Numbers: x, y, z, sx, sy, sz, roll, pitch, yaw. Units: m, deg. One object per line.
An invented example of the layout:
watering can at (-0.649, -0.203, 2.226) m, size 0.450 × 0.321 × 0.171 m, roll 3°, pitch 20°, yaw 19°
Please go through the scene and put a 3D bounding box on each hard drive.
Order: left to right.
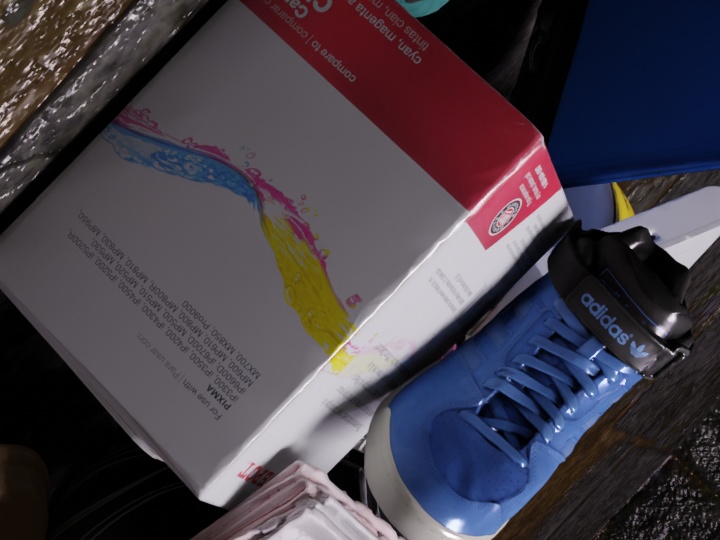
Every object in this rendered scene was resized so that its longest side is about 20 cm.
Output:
hard drive at (0.115, 0.028, 1.221) m, size 0.132 × 0.026 × 0.200 m, roll -21°, pitch 161°, yaw -29°

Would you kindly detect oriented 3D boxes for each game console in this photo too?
game console at (0.133, -0.077, 1.091) m, size 0.171 × 0.118 × 0.200 m, roll 103°, pitch 5°, yaw -47°

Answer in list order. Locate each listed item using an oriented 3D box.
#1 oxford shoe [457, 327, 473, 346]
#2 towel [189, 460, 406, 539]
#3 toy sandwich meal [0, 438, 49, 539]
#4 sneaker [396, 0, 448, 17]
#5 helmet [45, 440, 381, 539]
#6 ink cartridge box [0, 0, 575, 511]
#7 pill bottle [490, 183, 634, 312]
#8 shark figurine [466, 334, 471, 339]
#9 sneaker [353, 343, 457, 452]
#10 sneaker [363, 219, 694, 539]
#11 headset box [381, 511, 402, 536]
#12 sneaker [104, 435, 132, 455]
oxford shoe at (0.041, 0.015, 1.212) m, size 0.200 × 0.071 × 0.071 m, roll -37°, pitch -149°, yaw 28°
towel at (-0.032, 0.191, 0.940) m, size 0.191 × 0.032 × 0.200 m, roll -37°, pitch 124°, yaw 17°
toy sandwich meal at (-0.219, 0.135, 0.965) m, size 0.205 × 0.070 × 0.205 m, roll -41°, pitch 160°, yaw -18°
sneaker at (0.041, -0.153, 0.883) m, size 0.071 × 0.080 × 0.200 m, roll -45°, pitch 164°, yaw -19°
helmet at (-0.080, 0.177, 1.062) m, size 0.190 × 0.201 × 0.200 m, roll -7°, pitch 162°, yaw 3°
ink cartridge box at (-0.031, -0.012, 0.929) m, size 0.200 × 0.145 × 0.145 m, roll -46°, pitch 165°, yaw -2°
pill bottle at (0.110, -0.022, 1.321) m, size 0.112 × 0.112 × 0.200 m, roll -47°, pitch 165°, yaw 3°
shark figurine at (0.021, 0.053, 1.332) m, size 0.128 × 0.090 × 0.214 m, roll -45°, pitch 162°, yaw 1°
sneaker at (0.012, 0.062, 1.081) m, size 0.080 × 0.075 × 0.200 m, roll -25°, pitch 156°, yaw -4°
sneaker at (0.080, 0.041, 0.926) m, size 0.111 × 0.077 × 0.200 m, roll -46°, pitch 175°, yaw 33°
headset box at (-0.020, 0.214, 1.216) m, size 0.200 × 0.174 × 0.093 m, roll -50°, pitch 173°, yaw -16°
sneaker at (-0.135, 0.149, 1.181) m, size 0.199 × 0.079 × 0.130 m, roll -38°, pitch 161°, yaw -26°
